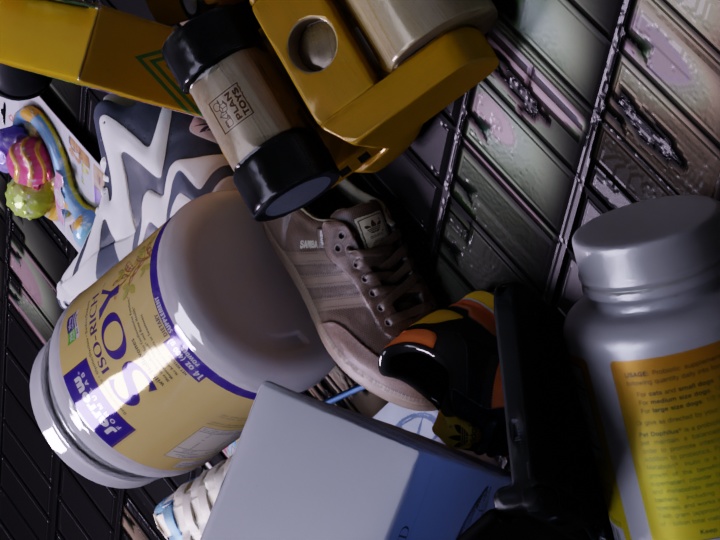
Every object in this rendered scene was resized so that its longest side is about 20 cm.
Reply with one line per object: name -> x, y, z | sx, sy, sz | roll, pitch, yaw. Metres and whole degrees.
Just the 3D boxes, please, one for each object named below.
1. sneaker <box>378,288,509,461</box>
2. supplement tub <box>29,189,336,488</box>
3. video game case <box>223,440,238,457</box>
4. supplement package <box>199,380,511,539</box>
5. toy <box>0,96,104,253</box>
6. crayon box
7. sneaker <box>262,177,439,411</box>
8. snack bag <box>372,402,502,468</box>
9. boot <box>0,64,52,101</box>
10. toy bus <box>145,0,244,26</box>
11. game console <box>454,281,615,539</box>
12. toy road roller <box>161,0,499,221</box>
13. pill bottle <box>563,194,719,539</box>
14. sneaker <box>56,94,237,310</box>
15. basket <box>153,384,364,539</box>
sneaker -> 0.091, 0.092, 1.481 | 0.200, 0.090, 0.070 | 43, 144, 38
supplement tub -> -0.117, 0.050, 1.703 | 0.200, 0.145, 0.145 | -37, 77, 42
video game case -> -0.105, 0.041, 1.856 | 0.182, 0.022, 0.200 | 48, 147, 32
supplement package -> 0.016, 0.151, 1.471 | 0.117, 0.200, 0.117 | 22, 90, 33
toy -> -0.251, -0.071, 2.000 | 0.200, 0.047, 0.115 | 43, 142, 37
crayon box -> -0.147, -0.134, 1.611 | 0.127, 0.200, 0.051 | 18, 93, 53
sneaker -> 0.000, 0.000, 1.593 | 0.200, 0.070, 0.076 | 50, 147, 28
snack bag -> 0.029, 0.193, 1.584 | 0.189, 0.021, 0.200 | -44, 60, 13
boot -> -0.234, -0.209, 1.836 | 0.168, 0.076, 0.200 | 22, 123, 58
toy bus -> -0.074, -0.208, 1.573 | 0.200, 0.065, 0.078 | -27, 85, 63
game console -> 0.067, 0.118, 1.338 | 0.200, 0.116, 0.176 | 36, -135, -66
toy road roller -> -0.003, -0.123, 1.487 | 0.200, 0.146, 0.123 | -36, 75, 23
pill bottle -> 0.168, 0.068, 1.309 | 0.109, 0.109, 0.200 | 11, 120, 58
sneaker -> -0.155, -0.060, 1.783 | 0.199, 0.079, 0.130 | -41, 57, 47
basket -> -0.024, 0.174, 1.714 | 0.200, 0.139, 0.176 | -17, 93, 34
